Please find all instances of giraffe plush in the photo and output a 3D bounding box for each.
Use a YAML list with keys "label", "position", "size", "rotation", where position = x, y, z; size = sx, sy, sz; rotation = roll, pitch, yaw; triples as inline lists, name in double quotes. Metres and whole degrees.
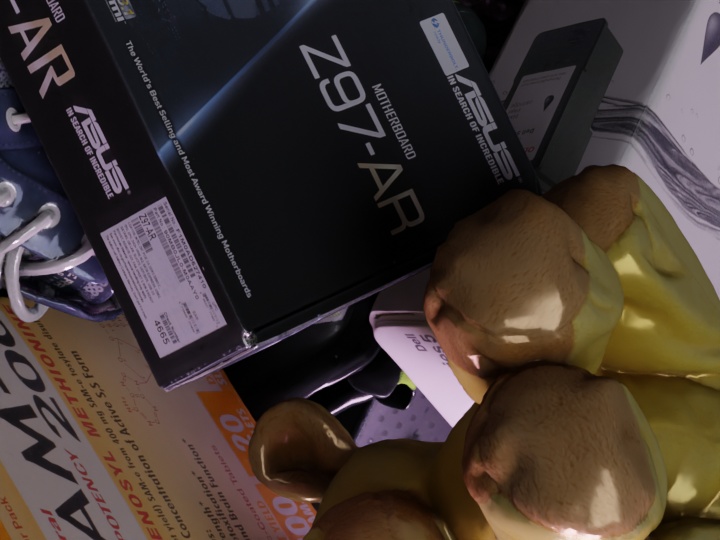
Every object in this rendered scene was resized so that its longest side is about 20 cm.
- label: "giraffe plush"
  position: [0.045, 0.075, 0.851]
  size: [0.162, 0.173, 0.200]
  rotation: [-26, 160, 25]

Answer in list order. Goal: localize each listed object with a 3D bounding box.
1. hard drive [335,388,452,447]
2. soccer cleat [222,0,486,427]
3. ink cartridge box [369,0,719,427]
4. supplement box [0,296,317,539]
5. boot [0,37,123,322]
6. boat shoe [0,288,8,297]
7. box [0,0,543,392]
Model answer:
- label: "hard drive"
  position: [0.078, 0.059, 1.083]
  size: [0.200, 0.042, 0.135]
  rotation: [23, 94, -35]
- label: "soccer cleat"
  position: [0.000, 0.000, 0.985]
  size: [0.200, 0.081, 0.067]
  rotation: [-58, 157, 1]
- label: "ink cartridge box"
  position: [0.106, -0.020, 0.993]
  size: [0.146, 0.084, 0.200]
  rotation: [48, 57, -38]
- label: "supplement box"
  position: [-0.104, 0.077, 0.877]
  size: [0.074, 0.126, 0.200]
  rotation: [-42, 161, 24]
- label: "boot"
  position: [-0.112, -0.024, 0.819]
  size: [0.200, 0.073, 0.091]
  rotation: [-22, 75, -46]
- label: "boat shoe"
  position: [-0.056, -0.055, 0.942]
  size: [0.200, 0.062, 0.075]
  rotation: [-46, 151, -11]
- label: "box"
  position: [-0.041, -0.081, 0.850]
  size: [0.160, 0.043, 0.201]
  rotation: [-24, 88, -49]
